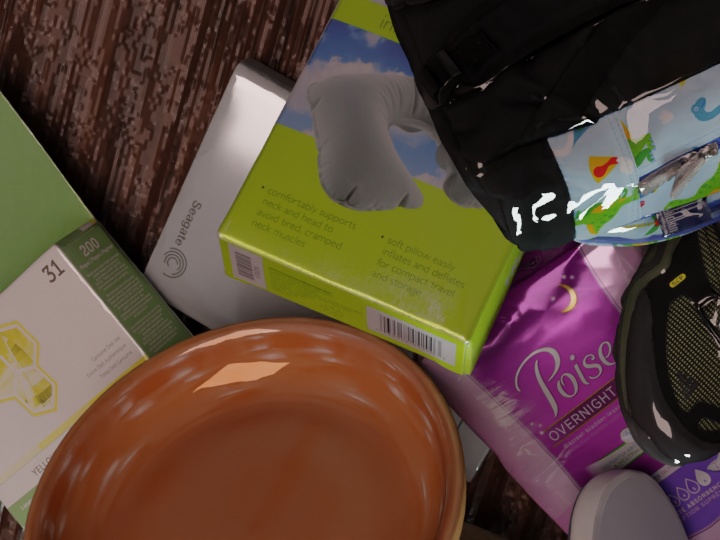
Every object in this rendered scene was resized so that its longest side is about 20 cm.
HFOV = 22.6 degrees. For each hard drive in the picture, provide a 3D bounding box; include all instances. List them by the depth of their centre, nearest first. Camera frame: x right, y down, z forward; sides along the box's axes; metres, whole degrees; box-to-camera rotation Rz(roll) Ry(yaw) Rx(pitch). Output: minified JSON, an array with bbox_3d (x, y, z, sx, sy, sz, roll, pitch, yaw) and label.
[{"bbox_3d":[0.000,0.000,0.903,0.199,0.027,0.133,30,110,8],"label":"hard drive"}]

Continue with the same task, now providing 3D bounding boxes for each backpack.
[{"bbox_3d":[0.128,-0.095,0.708,0.199,0.164,0.154,-33,130,10],"label":"backpack"}]

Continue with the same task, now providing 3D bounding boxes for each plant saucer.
[{"bbox_3d":[-0.048,0.109,0.786,0.198,0.201,0.038,-3,138,17],"label":"plant saucer"}]

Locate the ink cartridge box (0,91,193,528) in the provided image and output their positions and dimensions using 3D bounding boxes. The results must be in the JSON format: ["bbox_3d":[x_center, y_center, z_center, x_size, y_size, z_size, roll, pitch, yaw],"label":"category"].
[{"bbox_3d":[-0.186,0.017,0.940,0.145,0.048,0.200,-37,94,33],"label":"ink cartridge box"}]

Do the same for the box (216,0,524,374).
[{"bbox_3d":[0.033,-0.068,0.803,0.121,0.048,0.201,22,69,10],"label":"box"}]

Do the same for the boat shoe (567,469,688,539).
[{"bbox_3d":[0.111,0.188,0.814,0.065,0.073,0.202,1,98,51],"label":"boat shoe"}]

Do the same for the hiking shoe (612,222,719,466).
[{"bbox_3d":[0.179,-0.008,0.746,0.075,0.101,0.201,36,78,-15],"label":"hiking shoe"}]

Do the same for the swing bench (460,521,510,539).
[{"bbox_3d":[-0.029,0.185,0.841,0.197,0.199,0.131,18,109,29],"label":"swing bench"}]

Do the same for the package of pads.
[{"bbox_3d":[0.130,0.067,0.840,0.120,0.076,0.200,-39,102,17],"label":"package of pads"}]
